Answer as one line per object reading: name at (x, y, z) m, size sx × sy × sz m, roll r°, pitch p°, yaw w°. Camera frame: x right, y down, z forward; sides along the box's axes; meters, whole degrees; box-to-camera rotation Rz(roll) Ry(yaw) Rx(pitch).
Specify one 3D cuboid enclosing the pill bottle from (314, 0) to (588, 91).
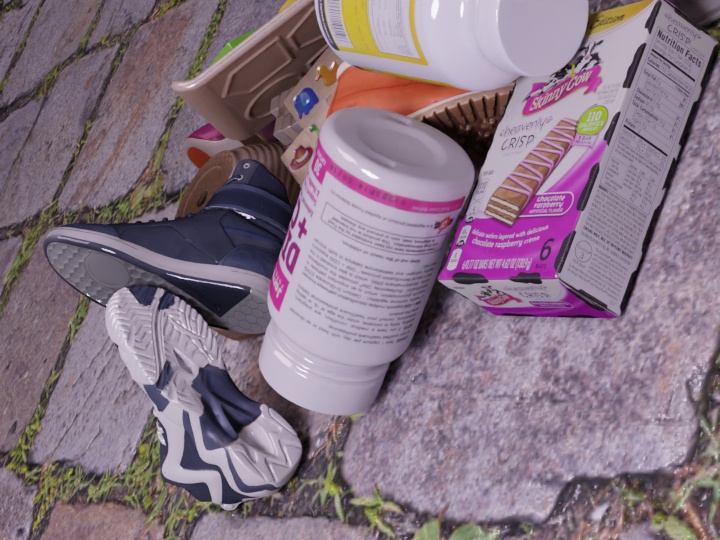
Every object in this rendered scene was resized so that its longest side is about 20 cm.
pill bottle at (0.062, -0.185, 1.003) m, size 0.199 × 0.112 × 0.113 m, roll 21°, pitch 82°, yaw 53°

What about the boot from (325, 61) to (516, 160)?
boot at (0.055, -0.137, 1.104) m, size 0.198 × 0.075 × 0.108 m, roll -10°, pitch 59°, yaw 32°

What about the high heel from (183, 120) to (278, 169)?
high heel at (-0.112, -0.149, 1.485) m, size 0.096 × 0.067 × 0.199 m, roll -53°, pitch 25°, yaw -23°

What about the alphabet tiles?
alphabet tiles at (0.019, -0.128, 1.182) m, size 0.200 × 0.008 × 0.168 m, roll -48°, pitch 63°, yaw 24°

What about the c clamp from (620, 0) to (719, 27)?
c clamp at (0.198, -0.233, 0.908) m, size 0.199 × 0.171 × 0.027 m, roll -21°, pitch 23°, yaw 43°

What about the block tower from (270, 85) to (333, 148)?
block tower at (0.010, -0.158, 1.238) m, size 0.199 × 0.054 × 0.058 m, roll -26°, pitch 41°, yaw 33°

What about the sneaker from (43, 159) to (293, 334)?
sneaker at (-0.148, -0.032, 1.196) m, size 0.077 × 0.200 × 0.147 m, roll 101°, pitch -176°, yaw -49°

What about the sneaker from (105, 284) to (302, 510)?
sneaker at (-0.145, 0.114, 1.159) m, size 0.080 × 0.199 × 0.130 m, roll -49°, pitch 2°, yaw -42°

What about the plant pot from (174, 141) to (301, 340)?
plant pot at (-0.110, -0.044, 1.330) m, size 0.201 × 0.092 × 0.202 m, roll -42°, pitch 33°, yaw 34°

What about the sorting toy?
sorting toy at (-0.061, -0.194, 1.267) m, size 0.199 × 0.037 × 0.185 m, roll -32°, pitch -12°, yaw 4°

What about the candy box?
candy box at (0.142, -0.072, 0.955) m, size 0.136 × 0.061 × 0.202 m, roll -3°, pitch 61°, yaw 60°

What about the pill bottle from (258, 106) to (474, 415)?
pill bottle at (-0.002, -0.004, 1.033) m, size 0.114 × 0.112 × 0.201 m, roll -110°, pitch 34°, yaw -56°
